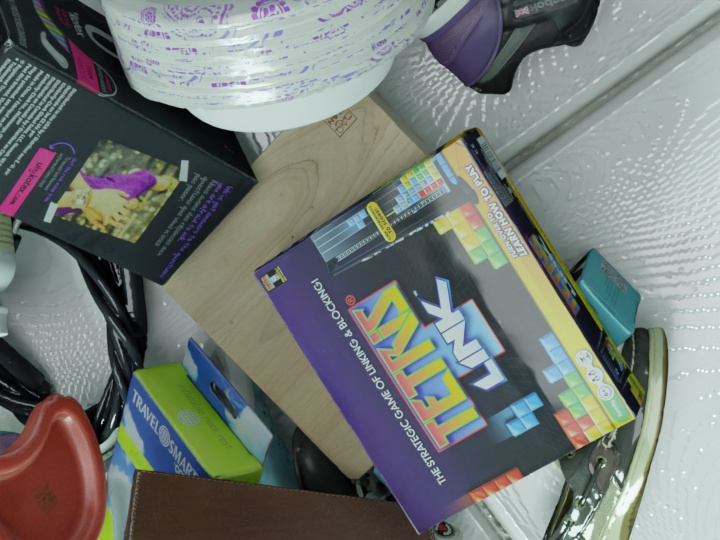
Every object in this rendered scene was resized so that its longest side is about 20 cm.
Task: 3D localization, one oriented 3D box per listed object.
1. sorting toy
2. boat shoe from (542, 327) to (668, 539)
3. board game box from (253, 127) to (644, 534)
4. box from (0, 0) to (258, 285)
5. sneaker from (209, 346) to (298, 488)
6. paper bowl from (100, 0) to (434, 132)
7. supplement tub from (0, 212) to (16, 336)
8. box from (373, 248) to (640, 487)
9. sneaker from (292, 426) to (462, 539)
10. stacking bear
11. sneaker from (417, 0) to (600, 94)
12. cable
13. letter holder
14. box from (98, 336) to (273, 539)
[{"bbox_3d":[0.000,0.000,0.980,0.199,0.070,0.200,45,111,1],"label":"sorting toy"},{"bbox_3d":[0.161,0.130,0.978,0.066,0.072,0.202,11,113,6],"label":"boat shoe"},{"bbox_3d":[0.055,0.039,0.904,0.165,0.057,0.201,-33,92,20],"label":"board game box"},{"bbox_3d":[-0.182,-0.095,0.921,0.106,0.123,0.200,-45,134,18],"label":"box"},{"bbox_3d":[-0.069,0.153,1.056,0.074,0.082,0.201,-5,91,58],"label":"sneaker"},{"bbox_3d":[-0.053,-0.161,0.885,0.199,0.201,0.105,-2,127,15],"label":"paper bowl"},{"bbox_3d":[-0.314,-0.048,0.987,0.144,0.145,0.201,-9,87,17],"label":"supplement tub"},{"bbox_3d":[0.099,0.077,0.973,0.049,0.082,0.200,45,111,-1],"label":"box"},{"bbox_3d":[0.024,0.183,1.032,0.088,0.074,0.201,-25,107,17],"label":"sneaker"},{"bbox_3d":[-0.295,0.170,1.076,0.199,0.121,0.114,-8,116,36],"label":"stacking bear"},{"bbox_3d":[0.128,-0.192,0.905,0.200,0.076,0.088,-39,108,25],"label":"sneaker"},{"bbox_3d":[-0.233,0.043,1.065,0.162,0.051,0.201,0,106,15],"label":"cable"},{"bbox_3d":[-0.056,0.221,0.915,0.199,0.142,0.101,9,122,-9],"label":"letter holder"},{"bbox_3d":[-0.132,0.164,1.030,0.122,0.047,0.201,44,129,38],"label":"box"}]
